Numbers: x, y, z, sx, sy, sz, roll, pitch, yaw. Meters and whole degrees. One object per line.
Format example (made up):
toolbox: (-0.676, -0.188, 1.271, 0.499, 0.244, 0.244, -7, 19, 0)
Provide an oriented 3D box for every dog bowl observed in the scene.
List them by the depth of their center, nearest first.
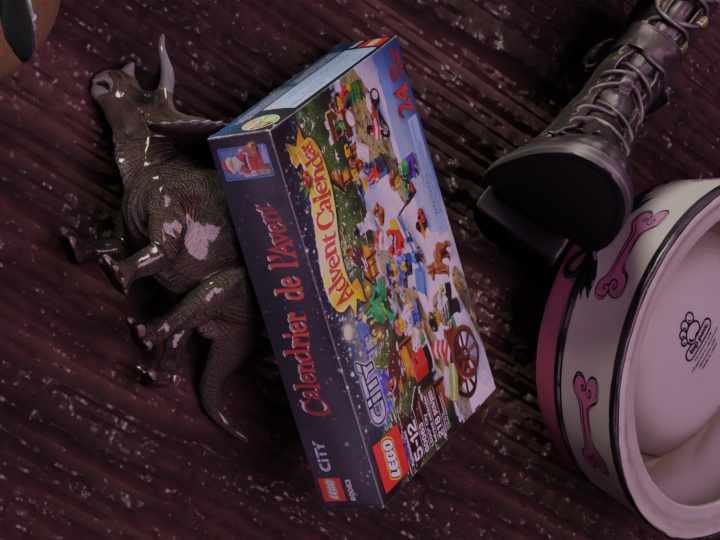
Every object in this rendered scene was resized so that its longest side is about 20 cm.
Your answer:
dog bowl: (0.173, 0.040, 1.419, 0.200, 0.074, 0.200, -19, 117, -43)

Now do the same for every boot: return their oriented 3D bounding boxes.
boot: (0.133, -0.093, 1.354, 0.069, 0.200, 0.174, 36, 78, -4)

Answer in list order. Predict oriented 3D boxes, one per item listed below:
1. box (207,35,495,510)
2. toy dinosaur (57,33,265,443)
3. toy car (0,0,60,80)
box: (0.000, 0.000, 1.309, 0.137, 0.038, 0.200, -42, 121, -53)
toy dinosaur: (-0.078, -0.004, 1.273, 0.102, 0.077, 0.200, -35, 108, -20)
toy car: (-0.188, -0.127, 1.085, 0.158, 0.200, 0.164, -1, 138, -34)
